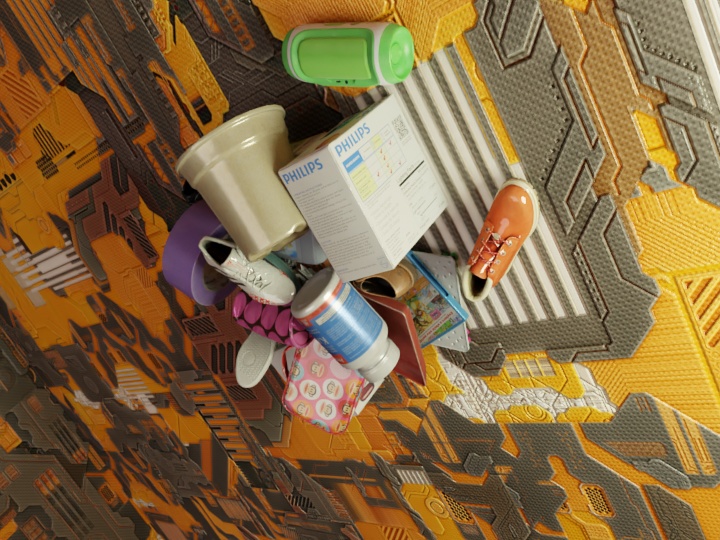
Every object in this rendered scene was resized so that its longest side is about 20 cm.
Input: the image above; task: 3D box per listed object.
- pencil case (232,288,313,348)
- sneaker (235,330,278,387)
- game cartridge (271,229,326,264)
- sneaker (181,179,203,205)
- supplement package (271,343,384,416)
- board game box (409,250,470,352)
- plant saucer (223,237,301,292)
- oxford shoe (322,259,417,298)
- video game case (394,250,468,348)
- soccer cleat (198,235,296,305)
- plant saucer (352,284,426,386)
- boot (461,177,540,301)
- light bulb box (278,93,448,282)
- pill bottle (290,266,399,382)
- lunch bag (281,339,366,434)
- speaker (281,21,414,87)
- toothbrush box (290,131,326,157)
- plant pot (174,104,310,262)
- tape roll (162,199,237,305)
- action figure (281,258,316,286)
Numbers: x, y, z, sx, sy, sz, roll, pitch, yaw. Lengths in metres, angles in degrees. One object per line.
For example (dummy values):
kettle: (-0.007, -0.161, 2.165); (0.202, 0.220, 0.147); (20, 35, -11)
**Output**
pencil case: (-0.162, 0.079, 1.309); (0.197, 0.090, 0.096); (11, 117, 42)
sneaker: (-0.190, 0.157, 1.437); (0.072, 0.205, 0.119); (12, 159, 16)
game cartridge: (-0.146, -0.086, 1.234); (0.196, 0.041, 0.135); (21, 140, 24)
sneaker: (-0.328, -0.156, 1.420); (0.075, 0.091, 0.203); (25, 137, 20)
supplement package: (-0.076, 0.210, 1.488); (0.201, 0.111, 0.155); (52, 140, -8)
board game box: (0.103, 0.044, 1.266); (0.196, 0.026, 0.204); (10, 128, 34)
plant saucer: (-0.189, 0.000, 1.330); (0.196, 0.028, 0.201); (27, 157, 12)
oxford shoe: (0.000, 0.000, 1.217); (0.196, 0.071, 0.073); (15, 133, 34)
video game case: (0.085, 0.039, 1.243); (0.201, 0.018, 0.143); (48, 139, -2)
soccer cleat: (-0.203, -0.001, 1.225); (0.197, 0.070, 0.085); (31, 172, 15)
plant saucer: (0.039, 0.108, 1.309); (0.197, 0.037, 0.203); (22, 145, 39)
boot: (0.208, -0.040, 1.047); (0.074, 0.107, 0.203); (29, 136, 19)
light bulb box: (0.010, -0.127, 1.071); (0.123, 0.198, 0.203); (-15, 112, 43)
pill bottle: (-0.021, 0.101, 1.215); (0.111, 0.113, 0.200); (-20, 119, 47)
lunch bag: (-0.075, 0.203, 1.351); (0.172, 0.082, 0.204); (24, 113, 5)
speaker: (-0.021, -0.321, 1.026); (0.196, 0.088, 0.090); (12, 130, 33)
toothbrush box: (-0.118, -0.145, 1.252); (0.197, 0.086, 0.148); (-8, 119, 44)
plant pot: (-0.163, -0.125, 1.095); (0.199, 0.199, 0.187); (-29, 90, 49)
tape roll: (-0.303, -0.038, 1.407); (0.084, 0.200, 0.203); (27, 137, 20)
action figure: (-0.127, 0.009, 1.387); (0.197, 0.070, 0.131); (12, 145, 44)
